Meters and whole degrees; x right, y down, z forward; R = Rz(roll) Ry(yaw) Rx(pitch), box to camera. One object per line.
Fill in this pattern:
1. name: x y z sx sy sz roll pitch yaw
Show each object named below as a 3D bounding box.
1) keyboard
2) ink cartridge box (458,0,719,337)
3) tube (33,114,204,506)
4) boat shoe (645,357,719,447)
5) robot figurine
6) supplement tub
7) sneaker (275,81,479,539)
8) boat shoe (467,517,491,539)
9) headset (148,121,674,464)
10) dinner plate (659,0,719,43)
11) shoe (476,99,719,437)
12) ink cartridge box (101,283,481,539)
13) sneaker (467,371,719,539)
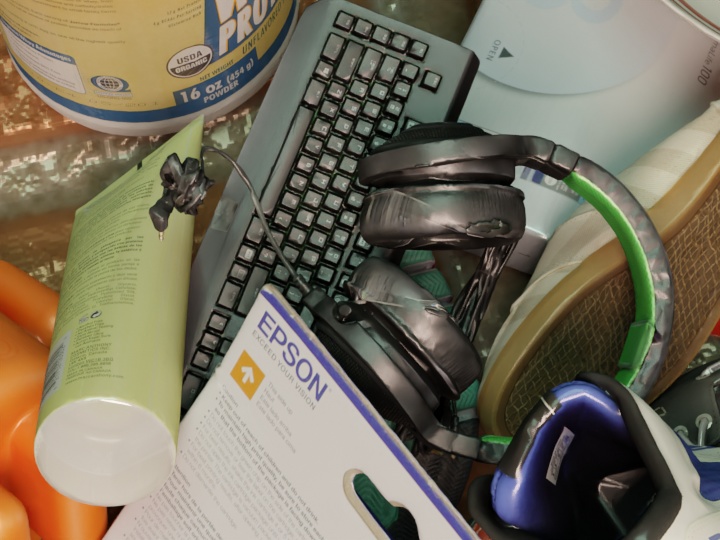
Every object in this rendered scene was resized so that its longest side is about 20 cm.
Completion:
1. keyboard: 0.000 0.000 0.753 0.127 0.021 0.200 22 85 -1
2. ink cartridge box: 0.136 -0.062 0.842 0.200 0.047 0.160 20 66 16
3. tube: -0.092 0.009 0.739 0.058 0.052 0.200 0 34 -3
4. boat shoe: 0.173 0.055 0.765 0.200 0.057 0.067 -28 77 -9
5. robot figurine: -0.188 0.055 0.764 0.200 0.117 0.144 33 90 26
6. supplement tub: -0.107 -0.167 0.830 0.144 0.200 0.145 -2 62 4
7. sneaker: 0.006 0.018 0.806 0.074 0.088 0.200 -7 86 -4
8. boat shoe: 0.080 0.175 0.712 0.071 0.063 0.200 -16 61 -2
9. headset: 0.021 -0.002 0.697 0.200 0.094 0.124 19 84 -2
10. dinner plate: 0.197 -0.137 0.857 0.200 0.024 0.200 11 41 -9
11. shoe: 0.119 -0.003 0.781 0.200 0.070 0.053 -45 28 -9
12. ink cartridge box: -0.012 0.139 0.679 0.041 0.200 0.200 -8 51 -49
13. sneaker: 0.098 0.079 0.645 0.115 0.199 0.081 43 96 -6
